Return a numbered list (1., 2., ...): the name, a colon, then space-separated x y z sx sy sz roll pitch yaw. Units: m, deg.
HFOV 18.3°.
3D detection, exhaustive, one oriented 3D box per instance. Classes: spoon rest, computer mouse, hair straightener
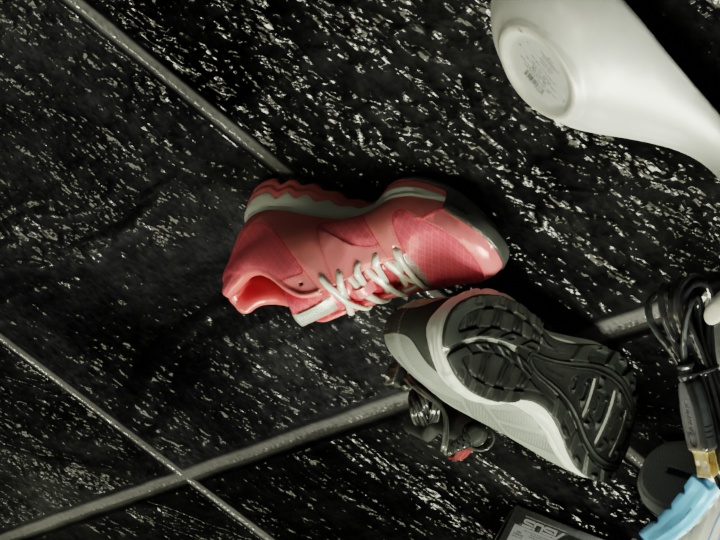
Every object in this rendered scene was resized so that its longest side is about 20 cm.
1. spoon rest: 0.132 -0.072 1.066 0.200 0.061 0.099 54 156 4
2. computer mouse: 0.192 0.052 1.170 0.044 0.110 0.200 -19 178 13
3. hair straightener: 0.041 0.092 1.388 0.077 0.041 0.200 32 -179 0

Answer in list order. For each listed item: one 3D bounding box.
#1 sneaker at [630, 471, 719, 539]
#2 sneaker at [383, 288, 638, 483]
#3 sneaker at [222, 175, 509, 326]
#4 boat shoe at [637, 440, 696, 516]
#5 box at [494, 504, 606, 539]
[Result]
1. sneaker: 0.205 0.169 1.289 0.087 0.075 0.200 48 122 18
2. sneaker: 0.094 0.064 1.313 0.079 0.074 0.200 6 159 48
3. sneaker: 0.000 0.000 1.302 0.199 0.087 0.074 2 142 42
4. boat shoe: 0.263 0.159 1.346 0.199 0.072 0.071 24 162 35
5. box: 0.192 0.255 1.581 0.199 0.048 0.159 21 151 19
